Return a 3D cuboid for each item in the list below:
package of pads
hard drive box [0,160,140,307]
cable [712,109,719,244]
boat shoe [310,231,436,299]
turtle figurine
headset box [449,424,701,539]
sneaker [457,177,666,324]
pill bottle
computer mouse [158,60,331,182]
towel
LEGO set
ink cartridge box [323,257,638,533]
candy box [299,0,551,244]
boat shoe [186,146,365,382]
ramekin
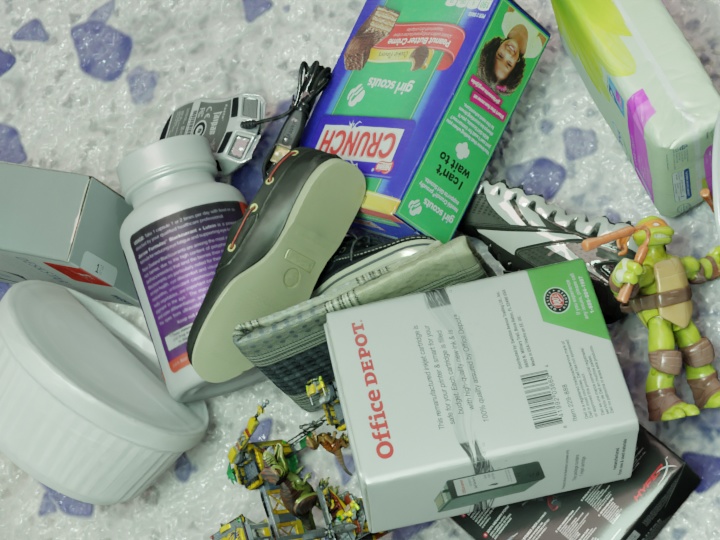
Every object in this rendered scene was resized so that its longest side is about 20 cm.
[{"bbox_3d":[0.216,-0.154,1.356,0.068,0.155,0.201,-27,67,2],"label":"package of pads"},{"bbox_3d":[-0.288,-0.036,1.518,0.198,0.156,0.078,9,77,24],"label":"hard drive box"},{"bbox_3d":[0.309,-0.037,1.258,0.069,0.200,0.202,-3,95,26],"label":"cable"},{"bbox_3d":[0.000,0.000,1.399,0.199,0.074,0.063,-26,56,54],"label":"boat shoe"},{"bbox_3d":[0.224,0.028,1.302,0.064,0.199,0.163,-14,87,39],"label":"turtle figurine"},{"bbox_3d":[0.135,0.148,1.336,0.200,0.075,0.149,39,90,27],"label":"headset box"},{"bbox_3d":[0.137,-0.012,1.390,0.198,0.066,0.091,19,77,24],"label":"sneaker"},{"bbox_3d":[-0.134,-0.004,1.437,0.111,0.111,0.202,-22,78,14],"label":"pill bottle"},{"bbox_3d":[-0.103,-0.118,1.508,0.199,0.044,0.111,-2,68,49],"label":"computer mouse"},{"bbox_3d":[0.015,0.039,1.346,0.198,0.193,0.035,-22,65,8],"label":"towel"},{"bbox_3d":[-0.056,0.171,1.345,0.199,0.115,0.155,-26,71,46],"label":"LEGO set"},{"bbox_3d":[0.084,0.089,1.256,0.198,0.084,0.147,-11,56,-4],"label":"ink cartridge box"},{"bbox_3d":[0.041,-0.130,1.428,0.168,0.077,0.202,17,80,52],"label":"candy box"},{"bbox_3d":[-0.073,-0.005,1.358,0.063,0.074,0.202,26,82,48],"label":"boat shoe"},{"bbox_3d":[-0.229,0.106,1.434,0.202,0.202,0.095,44,105,27],"label":"ramekin"}]
